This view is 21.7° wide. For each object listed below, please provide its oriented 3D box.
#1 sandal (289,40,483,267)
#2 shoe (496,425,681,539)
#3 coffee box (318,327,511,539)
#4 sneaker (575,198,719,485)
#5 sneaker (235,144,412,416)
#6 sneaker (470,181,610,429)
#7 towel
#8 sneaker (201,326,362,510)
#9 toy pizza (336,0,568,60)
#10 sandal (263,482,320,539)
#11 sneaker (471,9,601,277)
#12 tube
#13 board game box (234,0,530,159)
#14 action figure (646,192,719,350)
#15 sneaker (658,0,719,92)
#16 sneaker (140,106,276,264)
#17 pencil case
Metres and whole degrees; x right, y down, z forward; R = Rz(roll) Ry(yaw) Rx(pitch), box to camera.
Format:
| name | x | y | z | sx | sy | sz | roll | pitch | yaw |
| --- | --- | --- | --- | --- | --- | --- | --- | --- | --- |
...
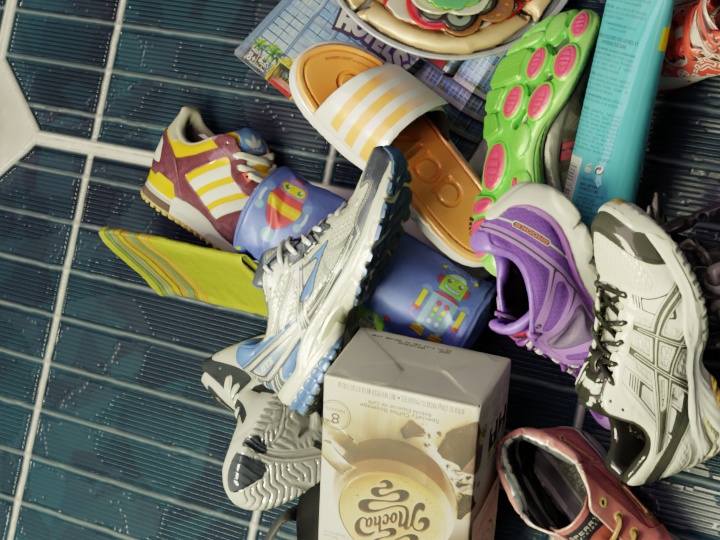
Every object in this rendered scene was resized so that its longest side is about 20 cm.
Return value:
| name | x | y | z | sx | sy | sz | roll | pitch | yaw |
| --- | --- | --- | --- | --- | --- | --- | --- | --- | --- |
| sandal | 0.040 | -0.094 | 1.349 | 0.207 | 0.059 | 0.079 | 46 | 65 | 0 |
| shoe | 0.170 | 0.187 | 1.282 | 0.071 | 0.091 | 0.200 | -46 | 64 | 18 |
| coffee box | 0.035 | 0.154 | 1.316 | 0.113 | 0.080 | 0.200 | 11 | 117 | 17 |
| sneaker | 0.178 | 0.054 | 1.226 | 0.076 | 0.088 | 0.200 | 32 | 145 | 64 |
| sneaker | -0.031 | -0.001 | 1.307 | 0.085 | 0.077 | 0.200 | 26 | 102 | 10 |
| sneaker | 0.131 | 0.034 | 1.284 | 0.083 | 0.200 | 0.081 | -39 | 25 | -17 |
| towel | -0.124 | 0.004 | 1.454 | 0.200 | 0.086 | 0.018 | 11 | 65 | 51 |
| sneaker | -0.077 | 0.108 | 1.413 | 0.129 | 0.079 | 0.199 | -19 | 36 | 41 |
| toy pizza | 0.067 | -0.249 | 1.375 | 0.200 | 0.032 | 0.201 | 1 | 72 | -2 |
| sandal | -0.047 | 0.203 | 1.373 | 0.043 | 0.200 | 0.076 | 6 | 126 | 6 |
| sneaker | 0.135 | -0.089 | 1.345 | 0.077 | 0.084 | 0.201 | 18 | 95 | 45 |
| tube | 0.177 | -0.120 | 1.280 | 0.077 | 0.050 | 0.201 | 27 | 110 | 56 |
| board game box | 0.033 | -0.193 | 1.431 | 0.200 | 0.062 | 0.200 | 40 | 105 | 29 |
| action figure | 0.255 | 0.006 | 1.250 | 0.200 | 0.102 | 0.119 | -156 | 55 | -66 |
| sneaker | 0.234 | -0.167 | 1.278 | 0.201 | 0.108 | 0.067 | -2 | 83 | 31 |
| sneaker | -0.089 | -0.062 | 1.481 | 0.200 | 0.075 | 0.090 | 28 | 104 | 30 |
| pencil case | 0.000 | 0.000 | 1.381 | 0.200 | 0.087 | 0.078 | 30 | 57 | 6 |
